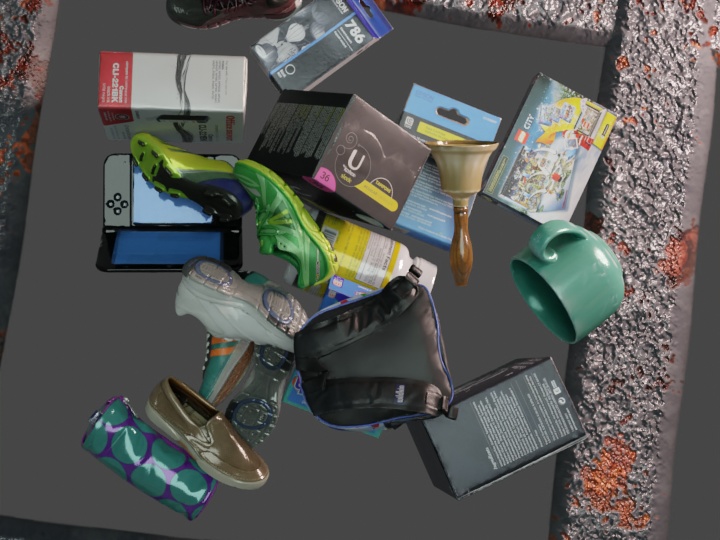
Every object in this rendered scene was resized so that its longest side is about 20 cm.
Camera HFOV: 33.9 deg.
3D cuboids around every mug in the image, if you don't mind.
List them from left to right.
[{"bbox_3d":[0.302,0.006,1.665,0.114,0.185,0.153,-35,79,-10],"label":"mug"}]

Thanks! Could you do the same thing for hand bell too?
[{"bbox_3d":[0.141,-0.078,1.654,0.103,0.104,0.202,-2,101,-6],"label":"hand bell"}]

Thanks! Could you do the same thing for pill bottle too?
[{"bbox_3d":[0.000,0.000,1.668,0.198,0.114,0.115,22,84,-4],"label":"pill bottle"}]

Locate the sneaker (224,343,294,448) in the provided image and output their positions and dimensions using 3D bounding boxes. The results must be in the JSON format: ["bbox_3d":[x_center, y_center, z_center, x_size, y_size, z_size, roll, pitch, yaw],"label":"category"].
[{"bbox_3d":[-0.130,0.161,1.663,0.074,0.087,0.201,26,102,4],"label":"sneaker"}]

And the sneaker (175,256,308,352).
[{"bbox_3d":[-0.155,0.058,1.577,0.199,0.075,0.087,29,123,-3],"label":"sneaker"}]

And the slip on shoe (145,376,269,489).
[{"bbox_3d":[-0.204,0.221,1.618,0.199,0.076,0.061,39,122,8],"label":"slip on shoe"}]

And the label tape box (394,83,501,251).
[{"bbox_3d":[0.102,-0.148,1.713,0.143,0.063,0.202,21,85,-6],"label":"label tape box"}]

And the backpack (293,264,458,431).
[{"bbox_3d":[0.012,0.117,1.506,0.188,0.154,0.202,-11,74,-5],"label":"backpack"}]

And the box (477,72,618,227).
[{"bbox_3d":[0.277,-0.171,1.748,0.136,0.038,0.201,27,84,-4],"label":"box"}]

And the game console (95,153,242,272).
[{"bbox_3d":[-0.263,-0.082,1.643,0.198,0.116,0.178,0,86,-7],"label":"game console"}]

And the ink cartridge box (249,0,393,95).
[{"bbox_3d":[-0.055,-0.340,1.723,0.199,0.039,0.100,-38,90,-8],"label":"ink cartridge box"}]

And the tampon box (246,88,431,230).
[{"bbox_3d":[-0.034,-0.154,1.610,0.149,0.199,0.127,30,83,-32],"label":"tampon box"}]

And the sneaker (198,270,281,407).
[{"bbox_3d":[-0.188,0.094,1.669,0.079,0.071,0.201,26,88,14],"label":"sneaker"}]

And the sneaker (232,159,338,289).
[{"bbox_3d":[-0.111,-0.063,1.569,0.083,0.074,0.201,-37,88,-8],"label":"sneaker"}]

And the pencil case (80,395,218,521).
[{"bbox_3d":[-0.287,0.257,1.633,0.199,0.085,0.093,35,90,-3],"label":"pencil case"}]

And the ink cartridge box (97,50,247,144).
[{"bbox_3d":[-0.256,-0.237,1.636,0.198,0.144,0.085,0,78,-6],"label":"ink cartridge box"}]

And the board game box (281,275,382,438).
[{"bbox_3d":[-0.007,0.122,1.643,0.151,0.045,0.201,20,118,-4],"label":"board game box"}]

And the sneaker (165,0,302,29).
[{"bbox_3d":[-0.179,-0.397,1.674,0.198,0.116,0.077,-8,87,-7],"label":"sneaker"}]

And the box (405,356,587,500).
[{"bbox_3d":[0.179,0.214,1.630,0.195,0.200,0.125,-26,88,-8],"label":"box"}]

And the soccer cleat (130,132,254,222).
[{"bbox_3d":[-0.230,-0.136,1.641,0.199,0.065,0.084,30,43,14],"label":"soccer cleat"}]
